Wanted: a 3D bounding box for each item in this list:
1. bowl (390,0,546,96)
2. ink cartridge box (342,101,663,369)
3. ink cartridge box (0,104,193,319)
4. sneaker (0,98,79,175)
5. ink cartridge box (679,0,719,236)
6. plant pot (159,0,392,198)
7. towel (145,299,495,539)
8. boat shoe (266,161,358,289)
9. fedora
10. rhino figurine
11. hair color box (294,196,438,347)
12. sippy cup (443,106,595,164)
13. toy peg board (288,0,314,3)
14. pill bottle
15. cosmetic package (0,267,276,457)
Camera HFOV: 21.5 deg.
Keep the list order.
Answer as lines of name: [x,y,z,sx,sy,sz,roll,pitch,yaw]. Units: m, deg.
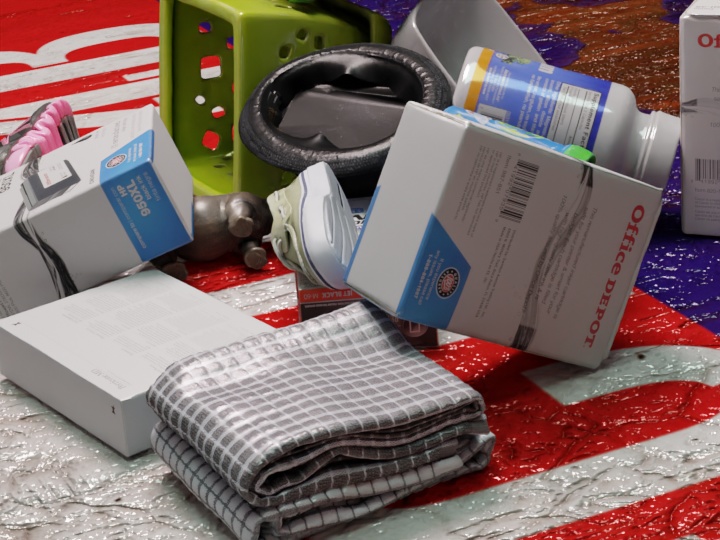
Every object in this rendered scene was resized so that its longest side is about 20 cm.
bowl: [0.111,-0.179,1.853,0.075,0.200,0.200,-37,5,30]
ink cartridge box: [0.107,-0.024,1.394,0.199,0.146,0.084,15,7,-35]
ink cartridge box: [-0.246,-0.044,1.600,0.199,0.085,0.145,-25,24,5]
sneaker: [-0.345,-0.116,1.917,0.095,0.079,0.200,-11,19,16]
ink cartridge box: [0.355,-0.133,1.633,0.146,0.201,0.083,5,24,22]
plant pot: [-0.080,-0.177,1.850,0.180,0.200,0.200,-9,21,-28]
towel: [-0.027,0.100,1.293,0.199,0.086,0.165,-16,26,-27]
boat shoe: [-0.038,-0.026,1.487,0.062,0.072,0.200,-30,17,7]
fedora: [-0.007,-0.118,1.684,0.199,0.092,0.201,-10,41,9]
rhino figurine: [-0.110,-0.039,1.686,0.199,0.060,0.087,-9,24,-14]
hair color box: [0.000,0.000,1.563,0.110,0.064,0.200,-5,23,-3]
sippy cup: [0.104,-0.065,1.550,0.130,0.178,0.140,29,72,11]
toy peg board: [-0.004,-0.303,1.820,0.199,0.099,0.199,-4,1,-7]
pill bottle: [0.179,-0.121,1.680,0.199,0.113,0.112,15,25,5]
cosmetic package: [-0.168,0.065,1.451,0.150,0.052,0.200,-17,25,-33]
